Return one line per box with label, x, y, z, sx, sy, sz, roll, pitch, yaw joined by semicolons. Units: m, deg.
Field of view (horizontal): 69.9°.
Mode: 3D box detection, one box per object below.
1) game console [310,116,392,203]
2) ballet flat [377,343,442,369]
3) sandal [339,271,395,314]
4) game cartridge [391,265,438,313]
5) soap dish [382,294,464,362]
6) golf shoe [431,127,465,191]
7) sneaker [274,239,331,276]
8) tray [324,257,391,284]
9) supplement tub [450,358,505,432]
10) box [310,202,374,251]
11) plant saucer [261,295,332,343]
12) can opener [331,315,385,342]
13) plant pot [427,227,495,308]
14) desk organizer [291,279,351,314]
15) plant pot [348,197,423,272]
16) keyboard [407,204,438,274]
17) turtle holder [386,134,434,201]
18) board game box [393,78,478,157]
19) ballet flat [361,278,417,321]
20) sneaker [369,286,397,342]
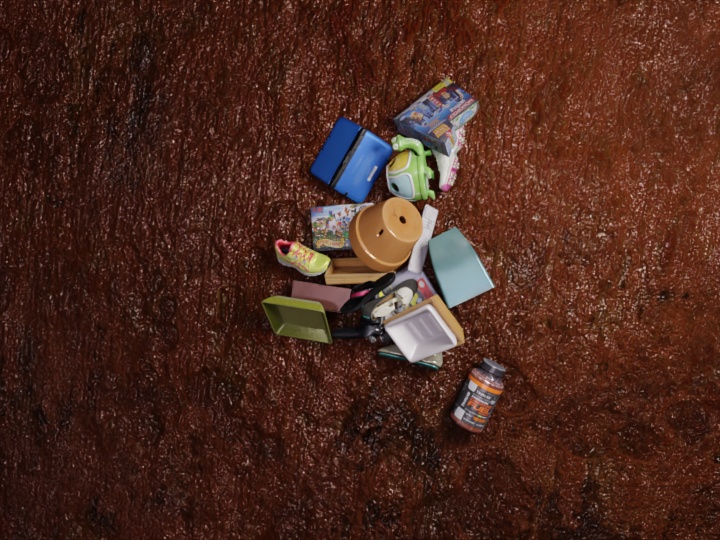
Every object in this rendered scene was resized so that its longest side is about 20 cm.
game console;-0.029;-0.339;1.585;0.170;0.118;0.201;28;100;-23
ballet flat;0.153;0.250;1.570;0.198;0.068;0.063;13;73;6
sandal;0.013;0.056;1.492;0.199;0.075;0.045;-36;113;22
game cartridge;0.168;0.089;1.562;0.133;0.041;0.201;-33;86;16
soap dish;0.181;0.164;1.458;0.199;0.081;0.158;-32;99;42
golf shoe;0.246;-0.333;1.506;0.091;0.075;0.202;11;88;19
sneaker;-0.183;-0.045;1.573;0.198;0.091;0.079;12;58;23
tray;0.000;0.000;1.558;0.198;0.099;0.037;-3;122;13
supplement tub;0.347;0.361;1.505;0.106;0.107;0.201;25;98;9
box;-0.051;-0.133;1.592;0.198;0.038;0.138;-3;93;12
plant saucer;-0.186;0.144;1.586;0.198;0.201;0.048;8;56;11
can opener;-0.006;0.186;1.565;0.199;0.063;0.079;-19;52;42
plant pot;0.278;-0.012;1.484;0.140;0.141;0.201;-27;82;12
desk organizer;-0.114;0.081;1.603;0.198;0.072;0.078;8;93;11
plant pot;0.084;-0.113;1.462;0.201;0.199;0.140;59;142;3
keyboard;0.185;-0.091;1.524;0.056;0.011;0.202;19;85;-33
turtle holder;0.140;-0.281;1.472;0.130;0.186;0.142;-4;68;13
board game box;0.229;-0.421;1.457;0.199;0.062;0.200;-37;55;1
ballet flat;0.096;0.093;1.487;0.199;0.068;0.068;-30;116;-15
sneaker;0.070;0.122;1.572;0.074;0.085;0.202;-14;112;-20
